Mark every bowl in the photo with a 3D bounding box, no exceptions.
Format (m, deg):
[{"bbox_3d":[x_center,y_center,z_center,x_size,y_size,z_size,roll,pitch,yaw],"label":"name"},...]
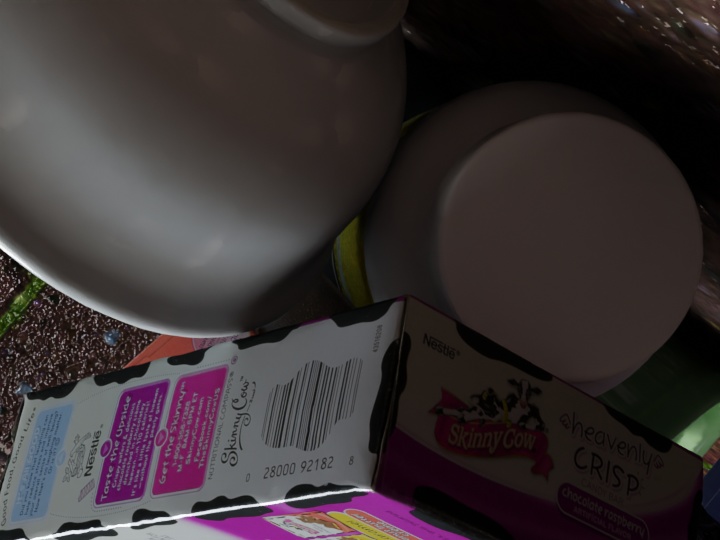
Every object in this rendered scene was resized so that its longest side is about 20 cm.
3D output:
[{"bbox_3d":[-0.049,-0.087,0.529,0.201,0.090,0.201,33,-139,-34],"label":"bowl"}]

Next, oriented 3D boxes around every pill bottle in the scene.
[{"bbox_3d":[0.052,-0.009,0.625,0.111,0.111,0.200,40,177,-5],"label":"pill bottle"}]

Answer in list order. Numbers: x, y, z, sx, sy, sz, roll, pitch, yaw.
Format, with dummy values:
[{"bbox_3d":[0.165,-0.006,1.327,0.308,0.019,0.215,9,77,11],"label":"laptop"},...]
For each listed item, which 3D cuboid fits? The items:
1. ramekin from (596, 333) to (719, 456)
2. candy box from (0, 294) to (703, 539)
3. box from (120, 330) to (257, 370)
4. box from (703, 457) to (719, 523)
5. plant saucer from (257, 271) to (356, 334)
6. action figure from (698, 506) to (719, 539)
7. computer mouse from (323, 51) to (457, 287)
[{"bbox_3d":[0.094,0.096,0.914,0.098,0.200,0.200,46,179,17],"label":"ramekin"},{"bbox_3d":[-0.010,0.075,0.576,0.136,0.061,0.200,29,150,-35],"label":"candy box"},{"bbox_3d":[-0.061,0.099,0.816,0.103,0.095,0.200,46,169,11],"label":"box"},{"bbox_3d":[0.206,0.148,0.717,0.104,0.148,0.200,40,176,-19],"label":"box"},{"bbox_3d":[-0.022,0.021,0.685,0.200,0.032,0.200,48,176,5],"label":"plant saucer"},{"bbox_3d":[0.045,0.145,0.717,0.119,0.200,0.102,7,-115,-56],"label":"action figure"},{"bbox_3d":[0.000,0.000,0.797,0.138,0.200,0.053,27,-146,33],"label":"computer mouse"}]
